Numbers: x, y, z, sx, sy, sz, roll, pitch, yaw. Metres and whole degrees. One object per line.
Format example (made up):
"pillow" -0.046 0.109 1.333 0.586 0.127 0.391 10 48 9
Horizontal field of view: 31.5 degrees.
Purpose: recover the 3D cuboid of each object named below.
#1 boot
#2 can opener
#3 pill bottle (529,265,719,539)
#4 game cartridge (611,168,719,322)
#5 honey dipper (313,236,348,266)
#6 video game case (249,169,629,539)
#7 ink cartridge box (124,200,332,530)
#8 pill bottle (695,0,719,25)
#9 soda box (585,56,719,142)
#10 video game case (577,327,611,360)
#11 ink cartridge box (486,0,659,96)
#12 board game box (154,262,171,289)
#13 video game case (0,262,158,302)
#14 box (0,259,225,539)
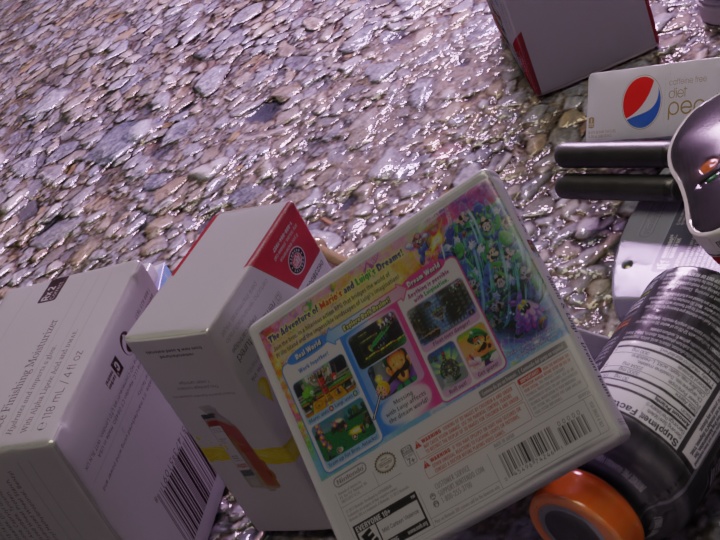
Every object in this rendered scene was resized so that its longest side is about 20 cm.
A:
"boot" 0.291 -0.035 0.918 0.072 0.144 0.201 -32 25 30
"can opener" 0.256 -0.082 1.043 0.198 0.054 0.066 5 11 41
"pill bottle" 0.188 0.099 0.827 0.105 0.107 0.200 10 47 44
"game cartridge" 0.278 -0.031 1.016 0.132 0.041 0.201 3 42 34
"honey dipper" 0.000 0.000 1.173 0.038 0.038 0.199 -36 32 -16
"video game case" 0.041 0.067 0.796 0.199 0.024 0.184 -33 70 22
"ink cartridge box" -0.063 0.074 0.950 0.082 0.201 0.146 -7 36 34
"pill bottle" 0.354 -0.352 1.263 0.107 0.202 0.109 -19 32 12
"soda box" 0.285 -0.142 1.085 0.067 0.065 0.199 2 0 -34
"video game case" 0.078 0.048 0.926 0.180 0.199 0.024 2 82 37
"ink cartridge box" 0.209 -0.312 1.365 0.143 0.146 0.201 -23 31 6
"board game box" -0.283 0.077 1.267 0.197 0.037 0.152 -19 33 11
"video game case" -0.305 0.075 1.229 0.197 0.023 0.183 -14 35 20
"box" -0.205 0.138 0.967 0.129 0.202 0.200 -12 34 20
